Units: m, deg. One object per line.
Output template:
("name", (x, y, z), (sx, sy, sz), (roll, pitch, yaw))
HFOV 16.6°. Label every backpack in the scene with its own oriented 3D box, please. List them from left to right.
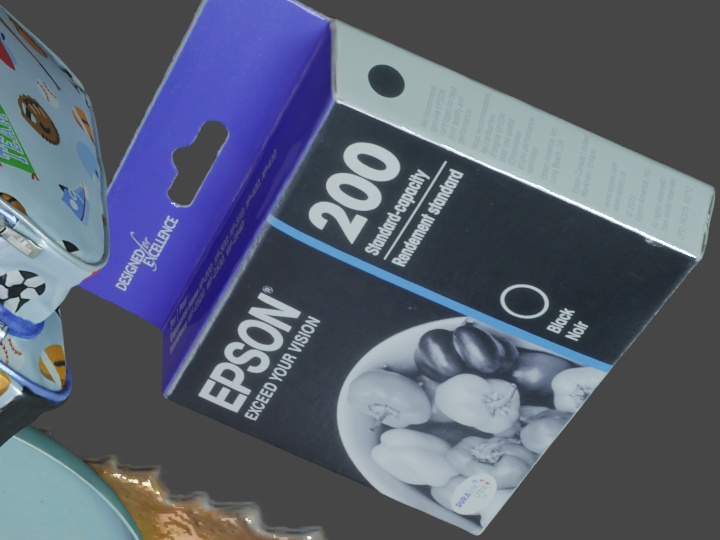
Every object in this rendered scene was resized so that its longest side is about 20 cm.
("backpack", (-0.185, -0.032, 0.851), (0.190, 0.200, 0.154), (33, 108, -28))

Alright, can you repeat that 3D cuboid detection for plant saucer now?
("plant saucer", (-0.187, 0.117, 1.123), (0.200, 0.027, 0.200), (8, 137, 8))

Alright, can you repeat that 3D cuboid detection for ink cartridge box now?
("ink cartridge box", (0.000, 0.000, 0.933), (0.200, 0.043, 0.198), (25, 137, -7))
